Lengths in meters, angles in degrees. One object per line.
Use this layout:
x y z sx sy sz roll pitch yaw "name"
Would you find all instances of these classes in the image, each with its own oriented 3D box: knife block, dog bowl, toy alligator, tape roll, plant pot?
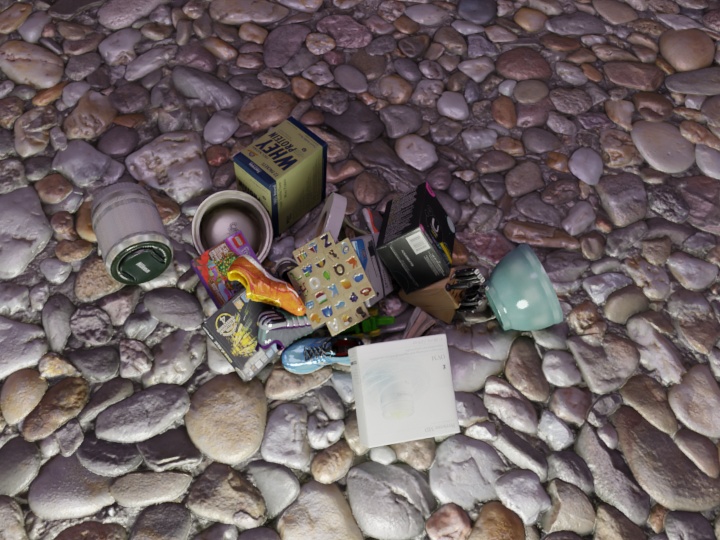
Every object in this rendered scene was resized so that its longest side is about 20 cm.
0.194 0.035 1.661 0.196 0.178 0.064 27 55 14 "knife block"
-0.310 -0.084 1.716 0.194 0.074 0.207 4 79 -19 "dog bowl"
-0.018 0.125 1.658 0.194 0.061 0.054 -11 13 -2 "toy alligator"
-0.084 -0.085 1.701 0.036 0.204 0.207 20 53 -11 "tape roll"
0.366 0.056 1.669 0.131 0.201 0.204 -25 58 3 "plant pot"

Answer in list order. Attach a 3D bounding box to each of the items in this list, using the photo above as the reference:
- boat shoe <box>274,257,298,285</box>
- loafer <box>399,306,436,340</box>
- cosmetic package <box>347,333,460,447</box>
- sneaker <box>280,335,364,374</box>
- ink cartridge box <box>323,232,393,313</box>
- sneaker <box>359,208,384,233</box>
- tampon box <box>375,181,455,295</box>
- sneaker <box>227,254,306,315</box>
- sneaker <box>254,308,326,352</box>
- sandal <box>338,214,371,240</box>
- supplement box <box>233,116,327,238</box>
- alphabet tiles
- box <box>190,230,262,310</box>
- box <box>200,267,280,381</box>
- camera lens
-0.107 0.043 1.634 0.198 0.073 0.061 29 13 -21 "boat shoe"
0.116 0.171 1.628 0.062 0.073 0.202 26 54 5 "loafer"
0.087 0.249 1.492 0.193 0.123 0.206 -7 83 -10 "cosmetic package"
-0.082 0.172 1.580 0.194 0.090 0.081 -10 70 -7 "sneaker"
0.000 0.000 1.623 0.082 0.200 0.149 -11 95 19 "ink cartridge box"
0.058 -0.080 1.793 0.079 0.078 0.204 -6 56 -17 "sneaker"
0.135 -0.079 1.698 0.124 0.151 0.202 -24 29 27 "tampon box"
-0.204 0.047 1.554 0.197 0.074 0.078 31 62 14 "sneaker"
-0.152 0.129 1.590 0.196 0.090 0.074 -2 28 -42 "sneaker"
-0.029 -0.077 1.776 0.056 0.081 0.200 -19 48 -39 "sandal"
-0.196 -0.231 1.793 0.133 0.202 0.199 37 59 22 "supplement box"
-0.064 0.028 1.536 0.164 0.006 0.204 -28 87 18 "alphabet tiles"
-0.282 0.030 1.643 0.136 0.039 0.203 -34 96 -26 "box"
-0.234 0.119 1.598 0.199 0.049 0.163 -42 101 -29 "box"
-0.537 -0.083 1.680 0.156 0.162 0.203 -19 59 -18 "camera lens"
